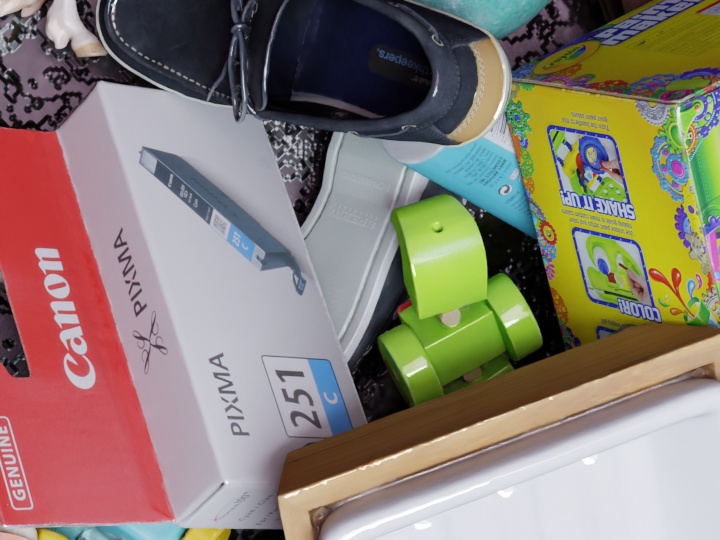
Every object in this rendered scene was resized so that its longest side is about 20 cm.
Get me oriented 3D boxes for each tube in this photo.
[{"bbox_3d":[0.092,-0.041,1.202,0.199,0.050,0.078,24,89,-43],"label":"tube"}]

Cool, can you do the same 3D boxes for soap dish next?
[{"bbox_3d":[0.068,0.116,1.088,0.199,0.081,0.158,-19,119,-11],"label":"soap dish"}]

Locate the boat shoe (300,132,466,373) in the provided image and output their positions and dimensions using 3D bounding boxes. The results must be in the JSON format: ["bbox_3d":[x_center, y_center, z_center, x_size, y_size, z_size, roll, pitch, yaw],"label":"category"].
[{"bbox_3d":[0.000,0.000,1.211,0.060,0.075,0.201,30,91,-52],"label":"boat shoe"}]

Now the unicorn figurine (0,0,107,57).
[{"bbox_3d":[-0.068,-0.167,1.198,0.198,0.074,0.139,-1,94,-12],"label":"unicorn figurine"}]

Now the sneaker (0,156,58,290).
[{"bbox_3d":[-0.215,-0.021,1.171,0.199,0.074,0.089,14,85,-9],"label":"sneaker"}]

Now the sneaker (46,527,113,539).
[{"bbox_3d":[-0.106,0.184,1.174,0.201,0.071,0.080,58,38,-5],"label":"sneaker"}]

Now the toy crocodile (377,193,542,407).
[{"bbox_3d":[0.053,0.055,1.196,0.067,0.062,0.201,-28,128,-6],"label":"toy crocodile"}]

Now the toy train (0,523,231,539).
[{"bbox_3d":[-0.142,0.080,1.142,0.199,0.056,0.151,-13,63,-12],"label":"toy train"}]

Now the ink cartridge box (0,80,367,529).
[{"bbox_3d":[-0.093,0.013,1.117,0.175,0.045,0.201,4,55,-41],"label":"ink cartridge box"}]

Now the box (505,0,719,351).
[{"bbox_3d":[0.191,-0.028,1.161,0.199,0.122,0.194,-27,113,-29],"label":"box"}]

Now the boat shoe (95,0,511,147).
[{"bbox_3d":[-0.033,-0.098,1.120,0.199,0.062,0.075,17,99,27],"label":"boat shoe"}]

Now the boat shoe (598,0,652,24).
[{"bbox_3d":[0.114,-0.169,1.231,0.074,0.075,0.203,-25,94,-3],"label":"boat shoe"}]

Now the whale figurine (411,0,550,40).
[{"bbox_3d":[0.033,-0.194,1.158,0.159,0.103,0.201,-39,120,-41],"label":"whale figurine"}]
